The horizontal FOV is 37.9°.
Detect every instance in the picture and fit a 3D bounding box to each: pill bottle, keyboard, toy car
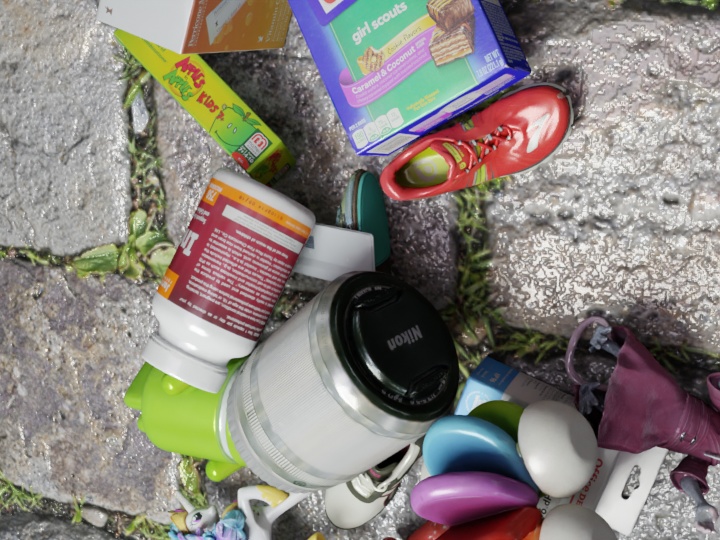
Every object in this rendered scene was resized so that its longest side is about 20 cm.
[{"bbox_3d":[-0.133,0.011,1.028,0.112,0.113,0.201,25,89,16],"label":"pill bottle"},{"bbox_3d":[-0.052,-0.022,1.072,0.199,0.011,0.057,13,106,48],"label":"keyboard"},{"bbox_3d":[0.109,0.206,0.887,0.174,0.149,0.202,-29,60,42],"label":"toy car"}]

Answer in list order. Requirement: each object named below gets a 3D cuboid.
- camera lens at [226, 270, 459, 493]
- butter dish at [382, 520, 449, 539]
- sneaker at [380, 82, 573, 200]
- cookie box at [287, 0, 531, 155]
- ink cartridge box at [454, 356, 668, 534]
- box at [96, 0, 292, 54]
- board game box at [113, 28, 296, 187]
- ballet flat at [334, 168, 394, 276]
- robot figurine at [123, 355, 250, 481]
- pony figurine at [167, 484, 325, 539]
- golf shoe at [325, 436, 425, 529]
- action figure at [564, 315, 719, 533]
[{"bbox_3d":[-0.017,0.107,0.986,0.161,0.160,0.200,53,132,4],"label":"camera lens"},{"bbox_3d":[0.117,0.303,1.037,0.199,0.199,0.148,38,97,11],"label":"butter dish"},{"bbox_3d":[0.107,-0.109,0.984,0.199,0.085,0.078,-25,93,27],"label":"sneaker"},{"bbox_3d":[0.037,-0.234,0.975,0.170,0.075,0.202,-27,82,25],"label":"cookie box"},{"bbox_3d":[0.186,0.184,1.028,0.199,0.068,0.117,24,111,17],"label":"ink cartridge box"},{"bbox_3d":[-0.141,-0.281,0.988,0.097,0.200,0.125,25,112,17],"label":"box"},{"bbox_3d":[-0.156,-0.174,1.072,0.048,0.102,0.200,-44,82,-1],"label":"board game box"},{"bbox_3d":[0.000,0.000,1.069,0.074,0.074,0.202,-9,97,25],"label":"ballet flat"},{"bbox_3d":[-0.157,0.147,1.144,0.198,0.116,0.177,6,134,24],"label":"robot figurine"},{"bbox_3d":[-0.109,0.313,1.139,0.199,0.166,0.195,-20,91,27],"label":"pony figurine"},{"bbox_3d":[0.012,0.205,1.102,0.077,0.088,0.201,38,116,9],"label":"golf shoe"},{"bbox_3d":[0.283,0.143,0.961,0.199,0.149,0.135,27,92,-12],"label":"action figure"}]
